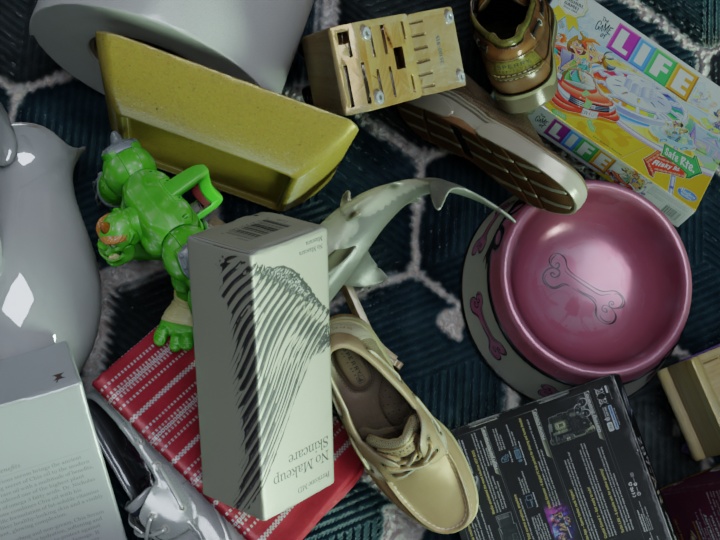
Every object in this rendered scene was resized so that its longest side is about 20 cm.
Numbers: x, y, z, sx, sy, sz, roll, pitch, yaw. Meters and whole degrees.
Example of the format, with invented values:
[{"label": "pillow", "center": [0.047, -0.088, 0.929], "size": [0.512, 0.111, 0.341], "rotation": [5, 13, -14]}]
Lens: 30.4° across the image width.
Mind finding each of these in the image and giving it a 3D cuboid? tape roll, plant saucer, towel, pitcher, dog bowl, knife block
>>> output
[{"label": "tape roll", "center": [-0.140, -0.215, 1.040], "size": [0.202, 0.203, 0.140], "rotation": [20, 75, -5]}, {"label": "plant saucer", "center": [-0.113, -0.102, 1.021], "size": [0.199, 0.200, 0.049], "rotation": [20, 80, -5]}, {"label": "towel", "center": [-0.095, 0.121, 1.030], "size": [0.200, 0.022, 0.145], "rotation": [44, 42, 2]}, {"label": "pitcher", "center": [-0.262, -0.017, 0.989], "size": [0.120, 0.172, 0.201], "rotation": [-3, 76, 8]}, {"label": "dog bowl", "center": [0.188, 0.013, 1.111], "size": [0.199, 0.074, 0.201], "rotation": [2, 76, -10]}, {"label": "knife block", "center": [-0.017, -0.157, 1.040], "size": [0.200, 0.175, 0.064], "rotation": [-24, 104, -52]}]

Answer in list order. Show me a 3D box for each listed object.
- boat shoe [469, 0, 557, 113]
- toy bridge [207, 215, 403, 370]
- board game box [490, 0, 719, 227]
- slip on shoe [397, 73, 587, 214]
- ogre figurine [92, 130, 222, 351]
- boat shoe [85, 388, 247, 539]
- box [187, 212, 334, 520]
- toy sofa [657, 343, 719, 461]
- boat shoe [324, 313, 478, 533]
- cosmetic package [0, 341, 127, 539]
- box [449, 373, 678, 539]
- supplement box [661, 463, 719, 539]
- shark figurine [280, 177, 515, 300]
[{"label": "boat shoe", "center": [0.126, -0.212, 1.099], "size": [0.072, 0.200, 0.068], "rotation": [-20, 125, 8]}, {"label": "toy bridge", "center": [-0.045, 0.019, 1.092], "size": [0.200, 0.027, 0.067], "rotation": [37, 73, 0]}, {"label": "board game box", "center": [0.227, -0.147, 1.159], "size": [0.199, 0.034, 0.135], "rotation": [33, 61, -1]}, {"label": "slip on shoe", "center": [0.116, -0.114, 1.090], "size": [0.061, 0.076, 0.200], "rotation": [-45, 47, -13]}, {"label": "ogre figurine", "center": [-0.149, -0.025, 1.003], "size": [0.098, 0.120, 0.201], "rotation": [-13, 57, -8]}, {"label": "boat shoe", "center": [-0.149, 0.171, 1.005], "size": [0.068, 0.072, 0.201], "rotation": [-17, 79, -45]}, {"label": "box", "center": [-0.069, 0.066, 0.939], "size": [0.082, 0.068, 0.201], "rotation": [-23, 118, -44]}, {"label": "toy sofa", "center": [0.353, 0.085, 1.110], "size": [0.199, 0.098, 0.083], "rotation": [-20, 82, -13]}, {"label": "boat shoe", "center": [0.025, 0.127, 1.000], "size": [0.071, 0.065, 0.200], "rotation": [-34, 105, 5]}, {"label": "cosmetic package", "center": [-0.230, 0.164, 0.954], "size": [0.101, 0.071, 0.201], "rotation": [-16, 116, -13]}, {"label": "box", "center": [0.161, 0.201, 1.042], "size": [0.159, 0.044, 0.201], "rotation": [-22, 80, 16]}, {"label": "supplement box", "center": [0.335, 0.190, 1.030], "size": [0.130, 0.200, 0.104], "rotation": [-19, 81, -14]}, {"label": "shark figurine", "center": [0.011, -0.019, 1.051], "size": [0.214, 0.128, 0.089], "rotation": [-37, 129, 16]}]
